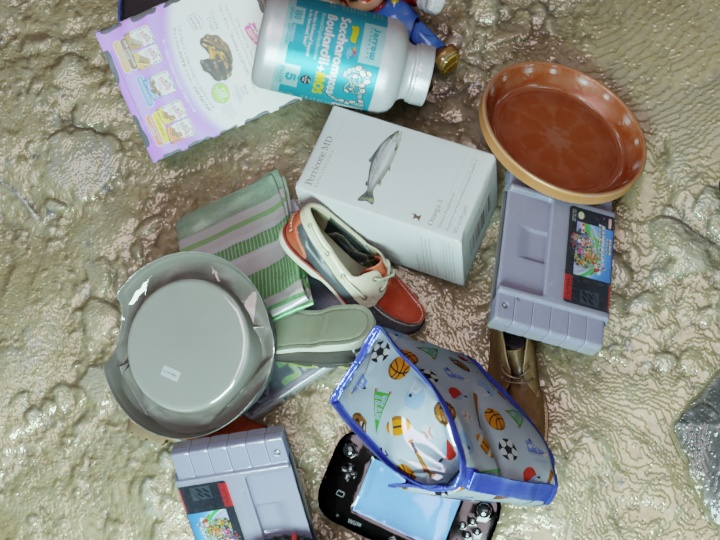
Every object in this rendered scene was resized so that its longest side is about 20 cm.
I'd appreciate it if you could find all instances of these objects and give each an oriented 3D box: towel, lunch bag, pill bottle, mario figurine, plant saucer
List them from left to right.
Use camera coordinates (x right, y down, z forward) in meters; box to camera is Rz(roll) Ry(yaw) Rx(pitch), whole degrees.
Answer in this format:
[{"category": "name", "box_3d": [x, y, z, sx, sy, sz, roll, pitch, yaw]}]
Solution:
[{"category": "towel", "box_3d": [-0.138, -0.013, 1.486, 0.151, 0.023, 0.201, -25, 52, 11]}, {"category": "pill bottle", "box_3d": [-0.018, -0.242, 1.454, 0.198, 0.111, 0.112, 11, 77, -6]}, {"category": "mario figurine", "box_3d": [0.024, -0.304, 1.529, 0.123, 0.106, 0.200, -33, 76, -25]}, {"category": "lunch bag", "box_3d": [0.092, 0.169, 1.323, 0.200, 0.169, 0.125, 42, 108, 42]}, {"category": "plant saucer", "box_3d": [0.226, -0.153, 1.448, 0.198, 0.032, 0.202, 10, 51, -12]}]

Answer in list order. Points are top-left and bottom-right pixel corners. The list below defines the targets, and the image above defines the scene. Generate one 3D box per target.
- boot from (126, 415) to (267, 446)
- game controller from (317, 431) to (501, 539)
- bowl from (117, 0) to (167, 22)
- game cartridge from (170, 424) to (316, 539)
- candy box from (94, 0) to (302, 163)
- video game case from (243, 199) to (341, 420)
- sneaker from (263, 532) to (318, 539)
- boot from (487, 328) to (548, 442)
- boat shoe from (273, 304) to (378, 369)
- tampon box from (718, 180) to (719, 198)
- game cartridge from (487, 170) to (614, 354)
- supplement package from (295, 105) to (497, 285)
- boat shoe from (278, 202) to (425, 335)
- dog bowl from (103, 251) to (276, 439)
[{"category": "boot", "box_3d": [-0.166, 0.156, 1.447, 0.198, 0.075, 0.108, 16, 98, 16]}, {"category": "game controller", "box_3d": [0.052, 0.257, 1.413, 0.198, 0.042, 0.105, 22, 80, 16]}, {"category": "bowl", "box_3d": [-0.212, -0.333, 1.619, 0.198, 0.039, 0.203, -3, 75, 10]}, {"category": "game cartridge", "box_3d": [-0.120, 0.264, 1.384, 0.128, 0.038, 0.202, -12, 117, 4]}, {"category": "candy box", "box_3d": [-0.189, -0.247, 1.540, 0.198, 0.072, 0.169, -22, 102, 4]}, {"category": "video game case", "box_3d": [-0.104, 0.045, 1.508, 0.181, 0.023, 0.201, -33, 72, 1]}, {"category": "sneaker", "box_3d": [-0.035, 0.347, 1.363, 0.198, 0.096, 0.080, 12, 36, -5]}, {"category": "boot", "box_3d": [0.167, 0.120, 1.410, 0.073, 0.075, 0.202, -4, 76, 8]}, {"category": "boat shoe", "box_3d": [-0.064, 0.077, 1.442, 0.200, 0.061, 0.072, 1, 55, 31]}, {"category": "tampon box", "box_3d": [0.491, -0.052, 1.365, 0.198, 0.126, 0.151, -3, 74, 10]}, {"category": "game cartridge", "box_3d": [0.212, -0.016, 1.404, 0.128, 0.038, 0.202, 13, 61, -5]}, {"category": "supplement package", "box_3d": [0.044, -0.085, 1.456, 0.198, 0.118, 0.118, 18, 69, 15]}, {"category": "boat shoe", "box_3d": [0.000, 0.000, 1.438, 0.200, 0.063, 0.071, 39, 45, -12]}, {"category": "dog bowl", "box_3d": [-0.181, 0.083, 1.402, 0.198, 0.059, 0.202, -2, 81, 16]}]
